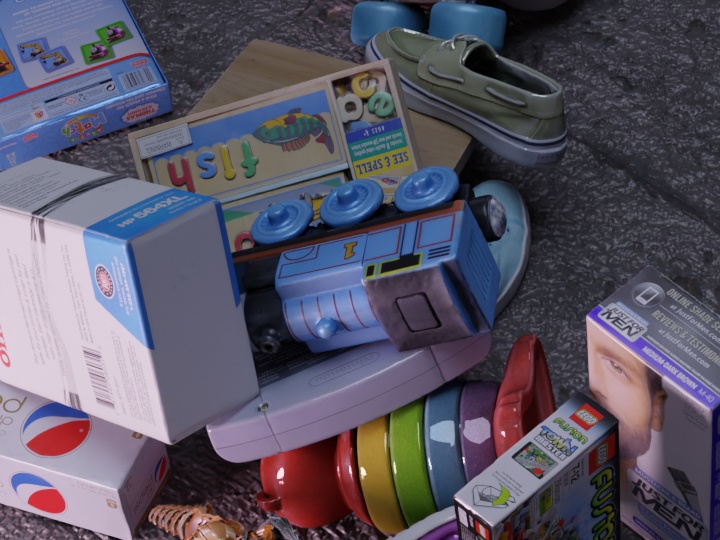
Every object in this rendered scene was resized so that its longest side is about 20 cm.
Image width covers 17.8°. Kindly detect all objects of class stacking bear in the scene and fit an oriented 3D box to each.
[{"bbox_3d":[0.028,0.126,1.546,0.199,0.114,0.122,-8,26,16],"label":"stacking bear"}]

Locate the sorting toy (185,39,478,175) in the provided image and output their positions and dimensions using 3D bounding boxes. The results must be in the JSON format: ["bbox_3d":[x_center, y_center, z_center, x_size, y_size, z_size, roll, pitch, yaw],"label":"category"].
[{"bbox_3d":[-0.022,-0.083,1.723,0.199,0.070,0.199,15,31,11],"label":"sorting toy"}]

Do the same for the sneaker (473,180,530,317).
[{"bbox_3d":[0.073,-0.004,1.669,0.073,0.082,0.201,13,52,17],"label":"sneaker"}]

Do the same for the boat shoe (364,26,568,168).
[{"bbox_3d":[0.083,-0.145,1.721,0.072,0.062,0.200,-21,41,-40],"label":"boat shoe"}]

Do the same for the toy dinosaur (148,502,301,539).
[{"bbox_3d":[-0.087,0.208,1.466,0.136,0.102,0.200,-57,14,6],"label":"toy dinosaur"}]

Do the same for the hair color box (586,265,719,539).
[{"bbox_3d":[0.204,0.104,1.478,0.065,0.201,0.109,-35,54,-23],"label":"hair color box"}]

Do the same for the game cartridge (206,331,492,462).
[{"bbox_3d":[-0.013,0.058,1.548,0.199,0.042,0.133,-23,33,2],"label":"game cartridge"}]

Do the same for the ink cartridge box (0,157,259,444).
[{"bbox_3d":[-0.172,0.015,1.533,0.084,0.147,0.199,-28,29,-35],"label":"ink cartridge box"}]

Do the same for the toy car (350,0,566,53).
[{"bbox_3d":[0.111,-0.263,1.874,0.199,0.186,0.176,5,2,-44],"label":"toy car"}]

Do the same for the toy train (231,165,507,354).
[{"bbox_3d":[0.000,0.000,1.515,0.199,0.087,0.115,-12,37,21],"label":"toy train"}]

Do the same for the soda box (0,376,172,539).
[{"bbox_3d":[-0.236,0.123,1.612,0.199,0.064,0.068,13,51,19],"label":"soda box"}]

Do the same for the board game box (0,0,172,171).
[{"bbox_3d":[-0.258,-0.181,1.900,0.150,0.037,0.201,-20,50,-10],"label":"board game box"}]

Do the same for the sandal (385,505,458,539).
[{"bbox_3d":[0.031,0.211,1.487,0.201,0.083,0.050,-21,33,7],"label":"sandal"}]

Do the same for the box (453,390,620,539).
[{"bbox_3d":[0.113,0.176,1.426,0.110,0.201,0.035,-37,54,-23],"label":"box"}]

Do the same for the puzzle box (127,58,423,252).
[{"bbox_3d":[-0.054,-0.058,1.611,0.199,0.025,0.134,-16,90,12],"label":"puzzle box"}]
